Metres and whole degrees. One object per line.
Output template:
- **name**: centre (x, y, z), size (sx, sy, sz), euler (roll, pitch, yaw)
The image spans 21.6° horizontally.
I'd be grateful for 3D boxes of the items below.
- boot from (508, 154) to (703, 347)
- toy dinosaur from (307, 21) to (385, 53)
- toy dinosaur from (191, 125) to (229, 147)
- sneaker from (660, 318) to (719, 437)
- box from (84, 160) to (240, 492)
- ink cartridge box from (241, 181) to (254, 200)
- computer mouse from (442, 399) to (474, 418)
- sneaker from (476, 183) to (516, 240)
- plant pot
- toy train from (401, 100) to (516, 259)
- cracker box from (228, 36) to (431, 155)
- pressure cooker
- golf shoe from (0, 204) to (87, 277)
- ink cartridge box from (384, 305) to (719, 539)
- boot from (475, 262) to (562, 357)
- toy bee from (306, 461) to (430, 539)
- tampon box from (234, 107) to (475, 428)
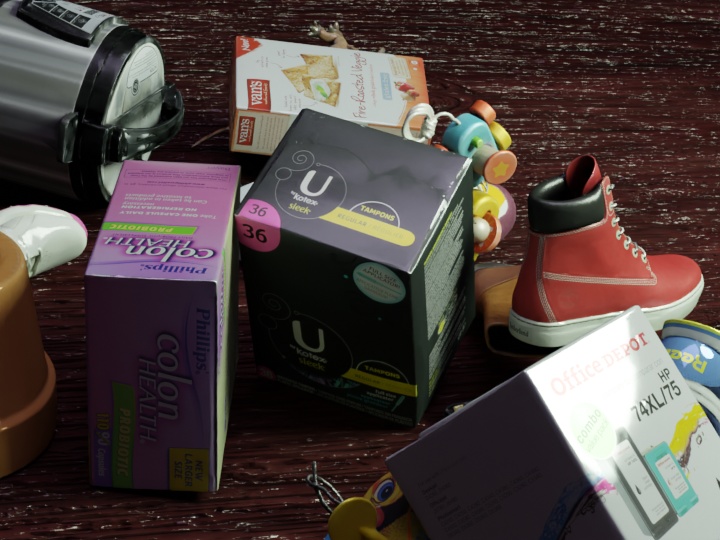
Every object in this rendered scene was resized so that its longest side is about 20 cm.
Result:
- **boot**: centre (0.209, -0.026, 1.524), size (0.199, 0.145, 0.072), euler (-10, 25, -37)
- **toy dinosaur**: centre (-0.006, -0.206, 2.080), size (0.135, 0.086, 0.200), euler (33, 17, 21)
- **toy dinosaur**: centre (-0.061, -0.140, 1.947), size (0.199, 0.061, 0.106), euler (19, 30, 20)
- **sneaker**: centre (0.256, 0.126, 1.415), size (0.074, 0.200, 0.083), euler (4, 51, 37)
- **box**: centre (-0.146, 0.038, 1.428), size (0.096, 0.177, 0.200), euler (2, 27, 0)
- **ink cartridge box**: centre (-0.022, -0.038, 1.777), size (0.199, 0.041, 0.199), euler (25, 30, 28)
- **computer mouse**: centre (0.152, 0.097, 1.572), size (0.199, 0.034, 0.059), euler (-13, 35, -37)
- **sneaker**: centre (0.091, -0.061, 1.761), size (0.199, 0.090, 0.075), euler (-15, 64, -46)
- **plant pot**: centre (-0.321, 0.050, 1.399), size (0.198, 0.141, 0.200), euler (7, 27, -3)
- **toy train**: centre (0.076, -0.047, 1.651), size (0.150, 0.201, 0.055), euler (-14, 35, -41)
- **cracker box**: centre (-0.032, -0.169, 1.905), size (0.198, 0.058, 0.134), euler (5, 38, -8)
- **pressure cooker**: centre (-0.268, -0.156, 1.789), size (0.199, 0.179, 0.177), euler (15, 66, 12)
- **golf shoe**: centre (-0.315, 0.000, 1.594), size (0.199, 0.076, 0.092), euler (-12, 48, -32)
- **ink cartridge box**: centre (0.148, 0.156, 1.227), size (0.146, 0.146, 0.201), euler (-24, 81, -48)
- **boot**: centre (0.185, 0.027, 1.625), size (0.187, 0.069, 0.200), euler (5, 10, -7)
- **toy bee**: centre (0.022, 0.175, 1.269), size (0.131, 0.109, 0.201), euler (28, 26, -51)
- **tampon box**: centre (0.000, 0.000, 1.494), size (0.149, 0.201, 0.127), euler (17, 54, 18)
